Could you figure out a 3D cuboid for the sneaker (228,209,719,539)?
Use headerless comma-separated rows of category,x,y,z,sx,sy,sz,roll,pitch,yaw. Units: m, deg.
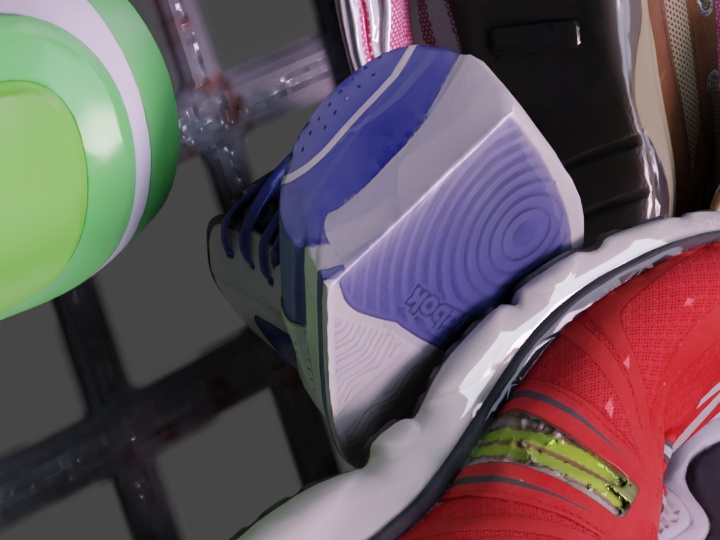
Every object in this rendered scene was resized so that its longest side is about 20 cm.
sneaker,0.044,0.066,0.675,0.200,0.085,0.077,-41,148,-28

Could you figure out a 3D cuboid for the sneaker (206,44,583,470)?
sneaker,0.000,0.000,0.755,0.080,0.115,0.200,-40,151,-9

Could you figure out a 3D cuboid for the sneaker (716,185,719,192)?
sneaker,0.139,-0.010,0.920,0.085,0.075,0.201,-41,153,-77

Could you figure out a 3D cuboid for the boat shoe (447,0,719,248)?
boat shoe,0.064,-0.093,0.841,0.074,0.075,0.202,-17,107,-53

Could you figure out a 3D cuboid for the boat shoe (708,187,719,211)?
boat shoe,0.119,0.019,0.844,0.201,0.069,0.074,-65,171,23

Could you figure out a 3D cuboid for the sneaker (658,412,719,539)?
sneaker,0.098,0.120,0.730,0.113,0.076,0.200,31,43,-1

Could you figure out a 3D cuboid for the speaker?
speaker,-0.132,-0.009,0.648,0.200,0.088,0.089,-28,103,-45

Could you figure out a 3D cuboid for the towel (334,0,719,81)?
towel,0.069,-0.071,0.909,0.199,0.030,0.147,-22,100,-46
